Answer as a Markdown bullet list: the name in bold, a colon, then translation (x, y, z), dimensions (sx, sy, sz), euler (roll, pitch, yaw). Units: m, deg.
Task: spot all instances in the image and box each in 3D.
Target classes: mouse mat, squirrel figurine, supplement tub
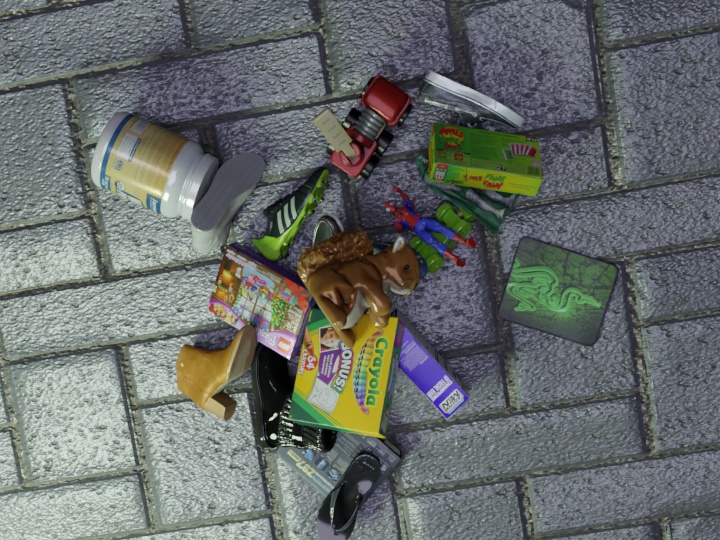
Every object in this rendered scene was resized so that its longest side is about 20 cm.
- **mouse mat**: translation (0.370, 0.040, 1.709), dimensions (0.196, 0.008, 0.164), euler (17, 98, 2)
- **squirrel figurine**: translation (0.000, 0.000, 1.553), dimensions (0.185, 0.142, 0.201), euler (-35, 62, -4)
- **supplement tub**: translation (-0.371, -0.185, 1.655), dimensions (0.196, 0.145, 0.147), euler (23, 98, 1)

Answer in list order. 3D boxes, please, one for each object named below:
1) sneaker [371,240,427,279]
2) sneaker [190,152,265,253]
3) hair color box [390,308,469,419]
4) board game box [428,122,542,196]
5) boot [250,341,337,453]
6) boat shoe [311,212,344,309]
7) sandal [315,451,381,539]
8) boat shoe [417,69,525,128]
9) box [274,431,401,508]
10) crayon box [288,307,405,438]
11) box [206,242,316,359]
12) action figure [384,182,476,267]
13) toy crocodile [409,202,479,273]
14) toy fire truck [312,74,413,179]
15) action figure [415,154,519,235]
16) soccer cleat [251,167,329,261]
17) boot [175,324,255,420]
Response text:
- **sneaker**: translation (0.034, -0.009, 1.677), dimensions (0.197, 0.077, 0.087), euler (18, 112, 28)
- **sneaker**: translation (-0.251, -0.123, 1.692), dimensions (0.073, 0.116, 0.201), euler (34, 62, 6)
- **hair color box**: translation (0.113, 0.171, 1.688), dimensions (0.065, 0.109, 0.200), euler (-44, 92, 7)
- **board game box**: translation (0.221, -0.198, 1.626), dimensions (0.195, 0.103, 0.048), euler (8, 142, -6)
- **boot**: translation (-0.117, 0.228, 1.686), dimensions (0.155, 0.079, 0.217), euler (-7, 86, 32)
- **boat shoe**: translation (-0.070, -0.004, 1.672), dimensions (0.073, 0.060, 0.204), euler (26, 123, 34)
- **sandal**: translation (-0.028, 0.434, 1.712), dimensions (0.075, 0.043, 0.203), euler (24, 100, -1)
- **boat shoe**: translation (0.198, -0.291, 1.646), dimensions (0.196, 0.072, 0.069), euler (24, 102, -2)
- **box**: translation (-0.042, 0.349, 1.747), dimensions (0.199, 0.051, 0.158), euler (40, 97, -3)
- **crayon box**: translation (-0.023, 0.177, 1.597), dimensions (0.169, 0.058, 0.205), euler (4, 74, 22)
- **box**: translation (-0.181, 0.055, 1.685), dimensions (0.197, 0.039, 0.139), euler (27, 109, 19)
- **action figure**: translation (0.105, -0.085, 1.630), dimensions (0.199, 0.099, 0.066), euler (33, 89, 37)
- **toy crocodile**: translation (0.150, -0.055, 1.685), dimensions (0.201, 0.062, 0.068), euler (-49, 56, 7)
- **toy fire truck**: translation (-0.001, -0.260, 1.596), dimensions (0.127, 0.200, 0.178), euler (34, 98, -2)
- **action figure**: translation (0.183, -0.156, 1.653), dimensions (0.197, 0.055, 0.119), euler (29, 55, 16)
- **soccer cleat**: translation (-0.131, -0.113, 1.693), dimensions (0.080, 0.067, 0.202), euler (35, 98, 11)
- **boot**: translation (-0.279, 0.167, 1.703), dimensions (0.142, 0.070, 0.205), euler (28, 111, 26)
